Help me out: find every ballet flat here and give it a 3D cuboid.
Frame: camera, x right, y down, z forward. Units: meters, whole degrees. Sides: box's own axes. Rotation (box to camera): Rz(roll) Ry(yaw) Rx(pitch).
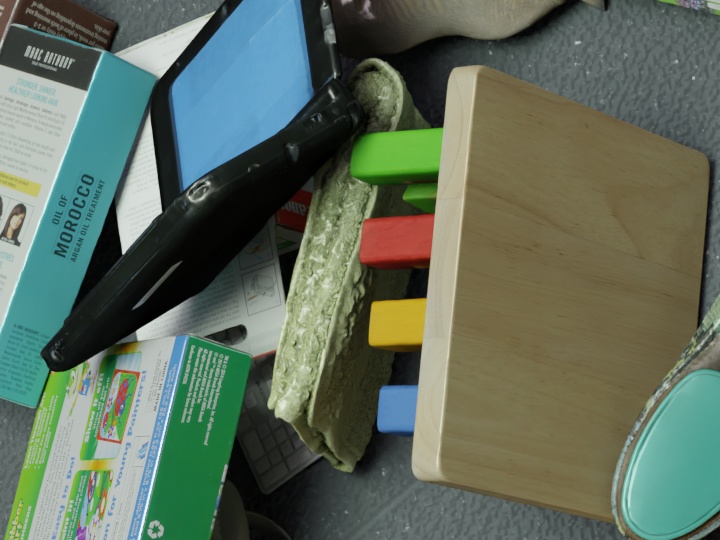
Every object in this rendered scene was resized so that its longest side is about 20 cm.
[{"bbox_3d":[0.192,0.054,1.411,0.074,0.074,0.201,32,86,29],"label":"ballet flat"}]

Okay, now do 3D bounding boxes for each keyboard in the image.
[{"bbox_3d":[-0.072,0.028,1.587,0.056,0.011,0.201,-33,65,17],"label":"keyboard"}]

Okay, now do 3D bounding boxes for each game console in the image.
[{"bbox_3d":[-0.094,-0.064,1.439,0.117,0.176,0.200,53,140,6],"label":"game console"}]

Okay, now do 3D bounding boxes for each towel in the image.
[{"bbox_3d":[0.000,0.000,1.480,0.036,0.148,0.201,11,80,14],"label":"towel"}]

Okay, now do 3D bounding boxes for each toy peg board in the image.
[{"bbox_3d":[0.075,0.020,1.416,0.097,0.199,0.201,-3,77,42],"label":"toy peg board"}]

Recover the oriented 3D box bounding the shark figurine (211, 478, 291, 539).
[{"bbox_3d":[-0.073,0.146,1.508,0.129,0.089,0.214,-65,26,1],"label":"shark figurine"}]

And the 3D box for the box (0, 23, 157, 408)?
[{"bbox_3d":[-0.190,-0.031,1.572,0.082,0.049,0.201,19,87,40],"label":"box"}]

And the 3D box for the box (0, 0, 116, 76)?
[{"bbox_3d":[-0.227,-0.074,1.641,0.075,0.100,0.201,17,85,31],"label":"box"}]

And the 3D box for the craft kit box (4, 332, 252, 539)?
[{"bbox_3d":[-0.136,0.139,1.477,0.197,0.048,0.201,-6,68,61],"label":"craft kit box"}]

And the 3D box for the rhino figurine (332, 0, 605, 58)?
[{"bbox_3d":[0.062,-0.166,1.535,0.199,0.060,0.088,-7,70,18],"label":"rhino figurine"}]

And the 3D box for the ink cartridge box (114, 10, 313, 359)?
[{"bbox_3d":[-0.081,-0.038,1.571,0.109,0.050,0.201,-19,72,30],"label":"ink cartridge box"}]

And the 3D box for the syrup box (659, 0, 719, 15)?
[{"bbox_3d":[0.123,-0.204,1.463,0.199,0.082,0.079,14,65,15],"label":"syrup box"}]
